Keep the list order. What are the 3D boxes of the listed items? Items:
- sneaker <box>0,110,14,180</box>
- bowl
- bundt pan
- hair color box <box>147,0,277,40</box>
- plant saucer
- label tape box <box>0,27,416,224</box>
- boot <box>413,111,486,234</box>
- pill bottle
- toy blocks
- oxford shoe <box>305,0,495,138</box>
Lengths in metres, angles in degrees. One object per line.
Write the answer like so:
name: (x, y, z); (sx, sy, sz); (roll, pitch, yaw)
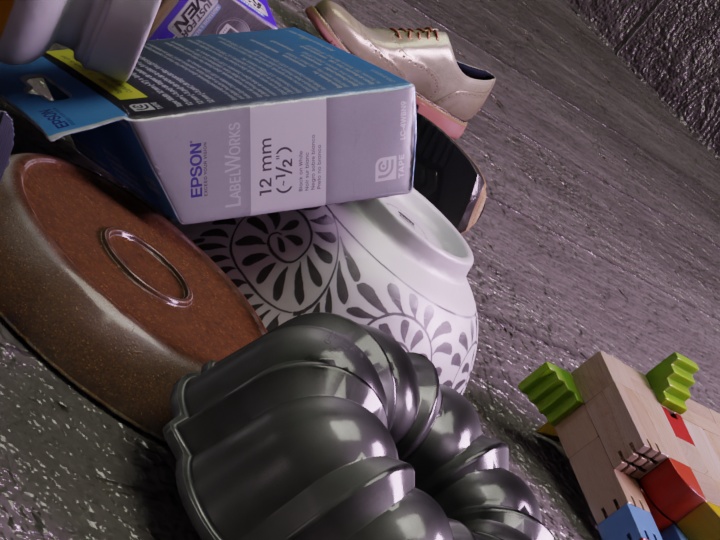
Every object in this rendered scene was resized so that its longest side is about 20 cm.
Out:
sneaker: (-0.227, -0.061, 0.889); (0.082, 0.070, 0.200); (29, 6, 22)
bowl: (0.000, 0.000, 1.214); (0.200, 0.094, 0.201); (38, 14, -11)
bundt pan: (0.014, 0.101, 0.927); (0.202, 0.076, 0.202); (44, 20, -20)
hair color box: (-0.119, -0.157, 1.335); (0.065, 0.109, 0.200); (34, 15, -26)
plant saucer: (-0.109, 0.009, 1.027); (0.200, 0.035, 0.200); (39, 15, -13)
label tape box: (-0.091, -0.075, 1.142); (0.199, 0.066, 0.143); (-11, 22, -26)
boot: (0.025, -0.052, 1.376); (0.200, 0.078, 0.138); (25, -4, 40)
pill bottle: (-0.193, -0.169, 1.076); (0.199, 0.113, 0.113); (21, 18, -10)
toy blocks: (0.197, 0.138, 1.360); (0.200, 0.100, 0.137); (26, 32, -44)
oxford shoe: (0.035, -0.193, 1.916); (0.200, 0.074, 0.071); (30, 18, -39)
